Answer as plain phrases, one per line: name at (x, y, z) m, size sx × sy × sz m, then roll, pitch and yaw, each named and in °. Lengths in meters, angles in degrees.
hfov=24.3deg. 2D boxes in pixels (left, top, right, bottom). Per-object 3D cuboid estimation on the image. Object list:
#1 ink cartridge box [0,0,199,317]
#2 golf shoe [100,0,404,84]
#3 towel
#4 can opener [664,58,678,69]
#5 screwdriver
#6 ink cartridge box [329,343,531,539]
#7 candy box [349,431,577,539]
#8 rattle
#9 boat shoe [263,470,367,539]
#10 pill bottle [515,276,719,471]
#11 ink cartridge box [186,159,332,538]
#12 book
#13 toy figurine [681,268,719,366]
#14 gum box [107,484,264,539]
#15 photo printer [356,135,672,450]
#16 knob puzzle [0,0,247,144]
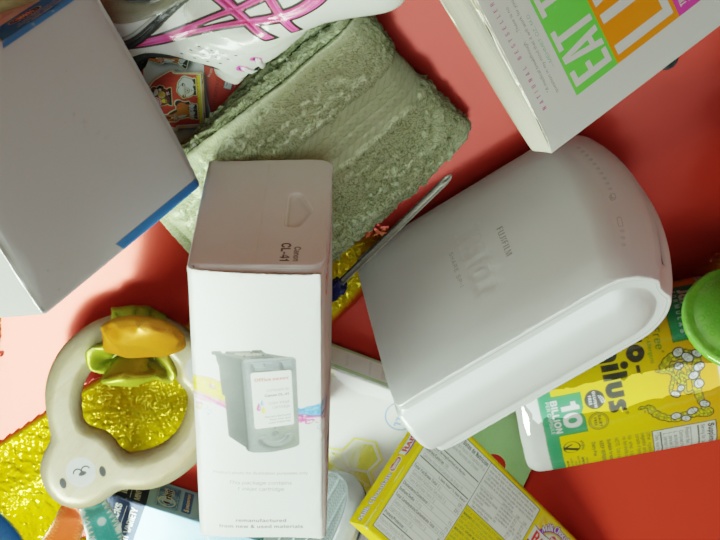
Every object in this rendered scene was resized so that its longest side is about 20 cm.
ink cartridge box at (-0.236, -0.065, 1.034) m, size 0.200 × 0.147 × 0.145 m, roll -5°, pitch 120°, yaw 46°
golf shoe at (-0.064, -0.165, 1.046) m, size 0.200 × 0.073 × 0.092 m, roll 0°, pitch 120°, yaw 12°
towel at (-0.036, -0.071, 1.109) m, size 0.200 × 0.037 × 0.148 m, roll -41°, pitch 123°, yaw 10°
can opener at (0.116, -0.179, 1.075) m, size 0.200 × 0.063 × 0.079 m, roll 27°, pitch 85°, yaw -20°
screwdriver at (0.000, 0.000, 1.126) m, size 0.029 × 0.028 × 0.200 m, roll 31°, pitch 124°, yaw -31°
ink cartridge box at (0.023, 0.146, 1.220) m, size 0.200 × 0.048 × 0.146 m, roll 21°, pitch 111°, yaw -5°
candy box at (0.085, 0.194, 1.199) m, size 0.200 × 0.026 × 0.102 m, roll 46°, pitch 67°, yaw -30°
rattle at (-0.169, 0.127, 1.144) m, size 0.130 × 0.143 × 0.200 m, roll 33°, pitch 87°, yaw -22°
boat shoe at (-0.039, 0.231, 1.205) m, size 0.067 × 0.074 × 0.200 m, roll 17°, pitch 113°, yaw -37°
pill bottle at (0.203, 0.066, 1.146) m, size 0.200 × 0.113 × 0.113 m, roll -11°, pitch 113°, yaw 6°
ink cartridge box at (-0.060, 0.048, 1.061) m, size 0.085 × 0.148 × 0.200 m, roll 0°, pitch 120°, yaw 1°
book at (0.155, -0.183, 1.035) m, size 0.200 × 0.048 × 0.134 m, roll -38°, pitch 111°, yaw -16°
toy figurine at (0.303, -0.038, 1.031) m, size 0.200 × 0.150 × 0.184 m, roll -18°, pitch 146°, yaw -12°
gum box at (-0.117, 0.258, 1.272) m, size 0.200 × 0.045 × 0.170 m, roll 18°, pitch 111°, yaw -7°
photo printer at (0.103, 0.007, 1.096) m, size 0.200 × 0.167 × 0.069 m, roll -31°, pitch 130°, yaw 14°
knob puzzle at (-0.150, -0.152, 1.103) m, size 0.219 × 0.030 × 0.220 m, roll 0°, pitch 114°, yaw 1°
